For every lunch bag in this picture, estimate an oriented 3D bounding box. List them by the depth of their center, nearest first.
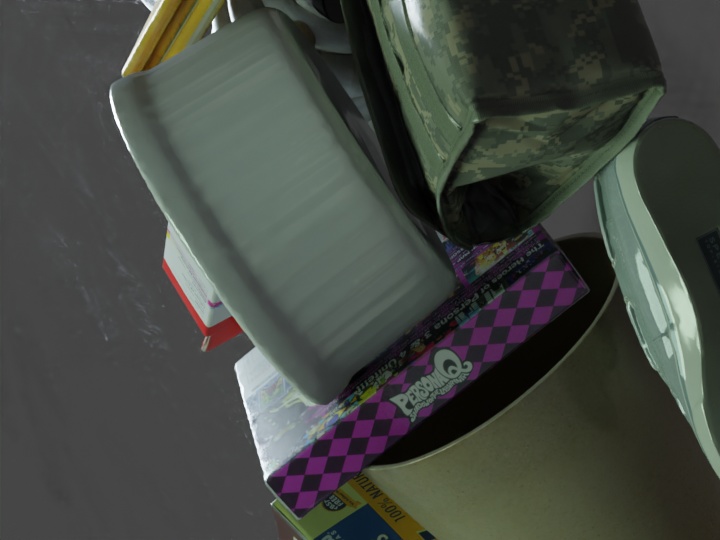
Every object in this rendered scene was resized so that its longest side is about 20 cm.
[{"bbox_3d":[0.056,-0.115,1.099,0.200,0.117,0.165,115,142,-69],"label":"lunch bag"}]

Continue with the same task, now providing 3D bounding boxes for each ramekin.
[{"bbox_3d":[-0.034,-0.039,1.157,0.201,0.097,0.201,56,-174,-9],"label":"ramekin"}]

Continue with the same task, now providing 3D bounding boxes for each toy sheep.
[{"bbox_3d":[-0.024,-0.143,1.300,0.138,0.137,0.200,57,147,13],"label":"toy sheep"}]

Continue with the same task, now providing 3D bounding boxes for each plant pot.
[{"bbox_3d":[0.122,0.116,1.234,0.200,0.187,0.187,52,165,-18],"label":"plant pot"}]

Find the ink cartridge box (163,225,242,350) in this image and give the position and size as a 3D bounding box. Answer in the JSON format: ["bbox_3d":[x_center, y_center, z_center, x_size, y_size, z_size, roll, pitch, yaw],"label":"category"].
[{"bbox_3d":[-0.075,-0.026,1.589,0.067,0.116,0.200,55,160,15],"label":"ink cartridge box"}]

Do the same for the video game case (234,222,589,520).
[{"bbox_3d":[0.022,0.033,1.242,0.036,0.200,0.181,50,-176,-19],"label":"video game case"}]

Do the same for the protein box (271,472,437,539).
[{"bbox_3d":[0.073,0.199,1.406,0.135,0.198,0.201,42,153,41],"label":"protein box"}]

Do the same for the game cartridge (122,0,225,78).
[{"bbox_3d":[-0.064,-0.211,1.217,0.032,0.201,0.176,25,158,-10],"label":"game cartridge"}]

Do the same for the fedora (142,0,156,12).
[{"bbox_3d":[-0.102,-0.262,1.393,0.177,0.090,0.202,22,131,60],"label":"fedora"}]

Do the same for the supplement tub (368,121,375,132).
[{"bbox_3d":[0.000,0.000,1.417,0.132,0.131,0.201,40,155,48],"label":"supplement tub"}]

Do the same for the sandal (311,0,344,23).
[{"bbox_3d":[0.010,-0.218,1.152,0.045,0.075,0.201,32,133,38],"label":"sandal"}]

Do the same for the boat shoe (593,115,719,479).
[{"bbox_3d":[0.171,0.021,1.110,0.202,0.070,0.071,70,161,-3],"label":"boat shoe"}]
